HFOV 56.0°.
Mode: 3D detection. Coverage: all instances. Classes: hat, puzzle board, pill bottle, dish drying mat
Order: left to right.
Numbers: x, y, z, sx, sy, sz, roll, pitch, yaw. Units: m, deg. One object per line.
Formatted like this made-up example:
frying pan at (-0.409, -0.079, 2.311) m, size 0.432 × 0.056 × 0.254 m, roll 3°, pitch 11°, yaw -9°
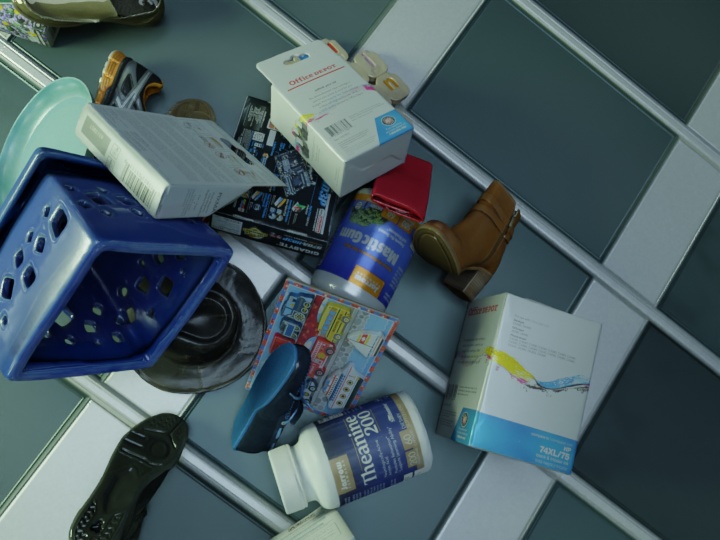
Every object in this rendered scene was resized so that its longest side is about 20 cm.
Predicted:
hat at (-0.221, 0.071, 0.888) m, size 0.198 × 0.081 × 0.203 m, roll 1°, pitch 83°, yaw -10°
puzzle board at (-0.054, 0.112, 0.877) m, size 0.149 × 0.201 × 0.017 m, roll 20°, pitch 35°, yaw -7°
pill bottle at (-0.015, 0.242, 0.888) m, size 0.198 × 0.111 × 0.112 m, roll -18°, pitch 86°, yaw -12°
pill bottle at (0.000, 0.000, 0.924) m, size 0.111 × 0.112 × 0.202 m, roll 28°, pitch 78°, yaw -6°
dish drying mat at (0.059, -0.121, 0.924) m, size 0.076 × 0.201 × 0.018 m, roll 20°, pitch 118°, yaw -2°

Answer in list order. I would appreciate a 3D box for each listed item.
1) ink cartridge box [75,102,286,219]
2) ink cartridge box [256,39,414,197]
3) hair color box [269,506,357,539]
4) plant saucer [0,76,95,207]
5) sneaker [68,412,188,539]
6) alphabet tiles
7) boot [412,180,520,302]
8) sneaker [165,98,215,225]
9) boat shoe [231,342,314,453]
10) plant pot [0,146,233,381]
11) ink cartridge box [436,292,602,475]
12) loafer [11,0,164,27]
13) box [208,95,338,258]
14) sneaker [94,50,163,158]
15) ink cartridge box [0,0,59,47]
ink cartridge box at (-0.208, -0.128, 0.809) m, size 0.162 × 0.199 × 0.057 m, roll 42°, pitch 111°, yaw 22°
ink cartridge box at (-0.039, -0.204, 0.888) m, size 0.114 × 0.068 × 0.200 m, roll -30°, pitch 65°, yaw -26°
hair color box at (-0.051, 0.350, 0.821) m, size 0.098 × 0.200 × 0.061 m, roll -30°, pitch 89°, yaw -12°
plant saucer at (-0.393, -0.147, 0.858) m, size 0.198 × 0.027 × 0.203 m, roll -11°, pitch 69°, yaw 31°
sneaker at (-0.291, 0.277, 0.858) m, size 0.076 × 0.115 × 0.200 m, roll 27°, pitch 51°, yaw -1°
alphabet tiles at (-0.025, -0.243, 0.968) m, size 0.199 × 0.015 × 0.196 m, roll -37°, pitch 78°, yaw -27°
boot at (0.153, -0.061, 0.936) m, size 0.073 × 0.200 × 0.156 m, roll 28°, pitch 80°, yaw 31°
sneaker at (-0.232, -0.135, 0.929) m, size 0.070 × 0.113 × 0.202 m, roll 0°, pitch 53°, yaw -8°
boat shoe at (-0.103, 0.163, 0.867) m, size 0.068 × 0.200 × 0.085 m, roll 18°, pitch 44°, yaw -21°
plant pot at (-0.300, -0.014, 0.762) m, size 0.200 × 0.199 × 0.180 m, roll -49°, pitch 65°, yaw 19°
ink cartridge box at (0.212, 0.150, 0.925) m, size 0.144 × 0.147 × 0.202 m, roll 17°, pitch 80°, yaw -8°
loafer at (-0.354, -0.367, 0.898) m, size 0.198 × 0.067 × 0.077 m, roll -13°, pitch 97°, yaw -32°
box at (-0.104, -0.130, 0.923) m, size 0.157 × 0.046 × 0.202 m, roll 15°, pitch 60°, yaw -8°
sneaker at (-0.326, -0.192, 0.909) m, size 0.076 × 0.078 × 0.202 m, roll 18°, pitch 82°, yaw -19°
ink cartridge box at (-0.503, -0.390, 0.912) m, size 0.198 × 0.050 × 0.110 m, roll 16°, pitch 80°, yaw -10°
